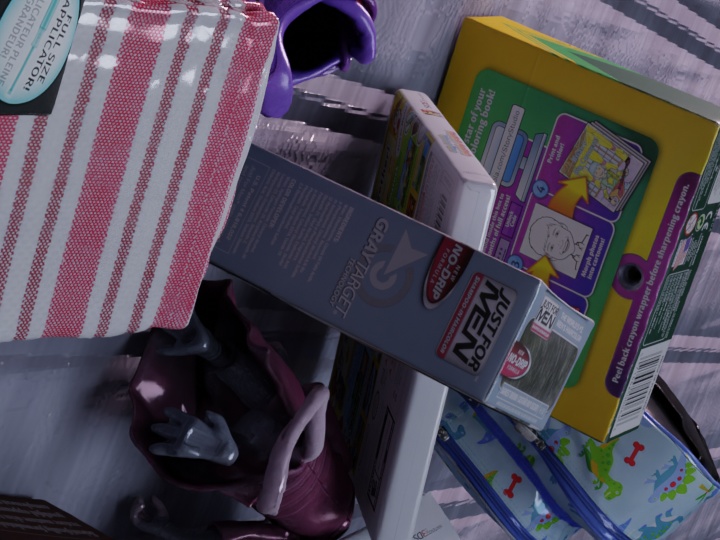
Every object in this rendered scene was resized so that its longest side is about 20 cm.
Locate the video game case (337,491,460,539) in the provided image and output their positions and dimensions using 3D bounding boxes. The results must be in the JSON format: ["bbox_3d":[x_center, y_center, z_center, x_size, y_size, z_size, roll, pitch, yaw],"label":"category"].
[{"bbox_3d":[-0.059,0.209,1.060,0.200,0.046,0.181,-40,170,28],"label":"video game case"}]

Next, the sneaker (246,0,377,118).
[{"bbox_3d":[-0.021,-0.122,0.875,0.200,0.083,0.081,-57,160,-45],"label":"sneaker"}]

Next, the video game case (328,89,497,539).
[{"bbox_3d":[0.023,0.021,1.048,0.182,0.023,0.201,-116,-143,-68],"label":"video game case"}]

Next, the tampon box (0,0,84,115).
[{"bbox_3d":[-0.164,-0.131,0.520,0.200,0.126,0.151,-11,123,-62],"label":"tampon box"}]

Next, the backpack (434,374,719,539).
[{"bbox_3d":[0.136,0.107,1.301,0.147,0.200,0.183,-45,159,5],"label":"backpack"}]

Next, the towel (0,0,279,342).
[{"bbox_3d":[-0.127,-0.040,0.736,0.199,0.030,0.147,-2,120,-41],"label":"towel"}]

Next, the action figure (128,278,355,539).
[{"bbox_3d":[-0.038,0.089,0.998,0.135,0.148,0.200,-62,144,-21],"label":"action figure"}]

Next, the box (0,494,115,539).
[{"bbox_3d":[-0.157,0.216,0.830,0.201,0.163,0.166,-65,156,-1],"label":"box"}]

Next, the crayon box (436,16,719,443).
[{"bbox_3d":[0.113,-0.027,1.154,0.058,0.172,0.201,-12,124,-58],"label":"crayon box"}]

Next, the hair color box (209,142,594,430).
[{"bbox_3d":[0.000,0.000,0.905,0.061,0.199,0.099,-64,156,-2],"label":"hair color box"}]
